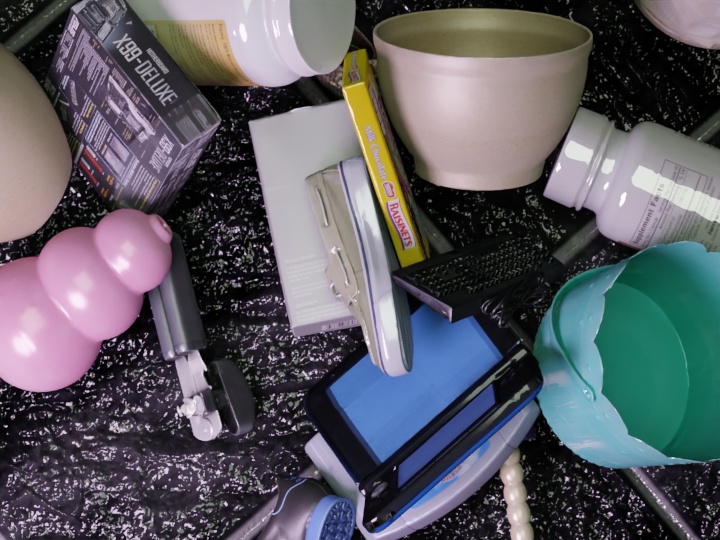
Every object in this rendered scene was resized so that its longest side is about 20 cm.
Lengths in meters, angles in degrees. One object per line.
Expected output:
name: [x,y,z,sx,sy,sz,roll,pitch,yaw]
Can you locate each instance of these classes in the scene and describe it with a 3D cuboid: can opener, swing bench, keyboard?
can opener: [-0.157,0.063,1.690,0.066,0.053,0.202,-15,84,-36]
swing bench: [0.314,-0.324,1.649,0.128,0.199,0.202,11,83,2]
keyboard: [0.122,-0.002,1.614,0.104,0.199,0.040,34,120,25]

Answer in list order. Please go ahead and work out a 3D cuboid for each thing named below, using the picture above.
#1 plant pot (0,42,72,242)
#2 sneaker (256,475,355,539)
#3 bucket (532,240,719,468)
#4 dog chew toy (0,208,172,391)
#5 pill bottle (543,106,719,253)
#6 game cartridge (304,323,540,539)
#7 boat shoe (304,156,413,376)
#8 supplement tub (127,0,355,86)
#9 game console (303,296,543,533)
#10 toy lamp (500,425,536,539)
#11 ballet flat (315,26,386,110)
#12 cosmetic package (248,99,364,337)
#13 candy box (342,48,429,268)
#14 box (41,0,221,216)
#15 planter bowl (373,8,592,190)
plant pot: [-0.343,-0.102,1.649,0.134,0.200,0.202,30,84,-32]
sneaker: [-0.067,0.286,1.655,0.078,0.070,0.202,23,97,38]
bucket: [0.259,0.080,1.605,0.205,0.135,0.209,6,76,-26]
dog chew toy: [-0.255,0.019,1.642,0.199,0.125,0.125,-37,85,7]
pill bottle: [0.276,-0.072,1.663,0.198,0.114,0.115,22,84,3]
game cartridge: [0.059,0.151,1.648,0.200,0.040,0.134,-41,71,7]
boat shoe: [0.000,0.000,1.606,0.061,0.072,0.202,-16,76,11]
supplement tub: [-0.118,-0.240,1.638,0.198,0.144,0.146,4,83,28]
game console: [0.049,0.109,1.585,0.200,0.171,0.118,-42,94,6]
toy lamp: [0.145,0.210,1.663,0.058,0.058,0.202,-11,85,-1]
ballet flat: [-0.034,-0.233,1.708,0.067,0.046,0.200,-32,80,-39]
cosmetic package: [-0.034,-0.049,1.679,0.106,0.090,0.202,-10,81,-2]
candy box: [0.024,-0.092,1.633,0.026,0.102,0.202,-17,112,5]
box: [-0.215,-0.140,1.632,0.050,0.200,0.158,-36,83,-30]
planter bowl: [0.110,-0.152,1.648,0.198,0.200,0.136,0,110,0]
